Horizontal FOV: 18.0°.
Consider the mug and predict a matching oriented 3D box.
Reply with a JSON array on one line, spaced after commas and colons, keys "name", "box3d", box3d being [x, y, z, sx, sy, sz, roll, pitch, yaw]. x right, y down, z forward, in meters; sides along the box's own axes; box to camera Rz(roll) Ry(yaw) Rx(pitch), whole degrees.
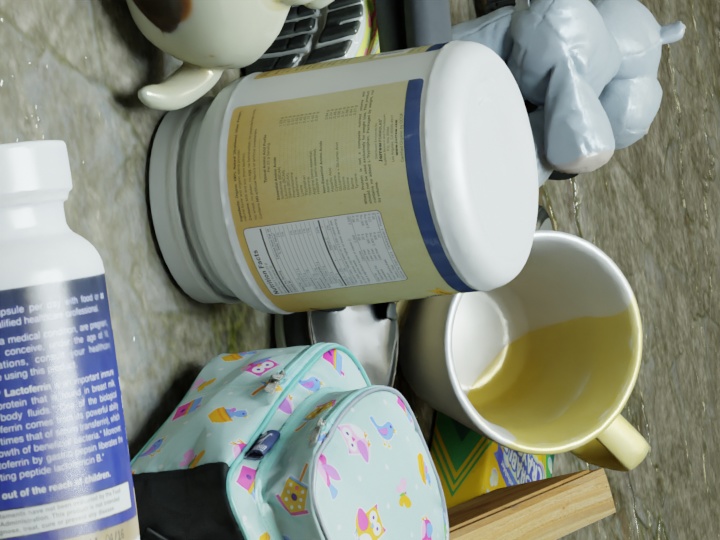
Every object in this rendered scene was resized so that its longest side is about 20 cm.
[{"name": "mug", "box3d": [0.102, 0.066, 1.595, 0.149, 0.153, 0.188, -16, 96, -21]}]

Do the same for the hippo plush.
[{"name": "hippo plush", "box3d": [0.154, -0.163, 1.763, 0.160, 0.159, 0.201, -16, 107, -54]}]

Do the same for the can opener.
[{"name": "can opener", "box3d": [0.018, -0.208, 1.475, 0.067, 0.053, 0.201, 21, 50, -34]}]

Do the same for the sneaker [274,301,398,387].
[{"name": "sneaker", "box3d": [0.000, 0.000, 1.435, 0.074, 0.106, 0.201, 7, 66, -29]}]

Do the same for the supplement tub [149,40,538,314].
[{"name": "supplement tub", "box3d": [-0.009, -0.051, 1.330, 0.144, 0.199, 0.145, -7, 90, -66]}]

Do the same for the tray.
[{"name": "tray", "box3d": [0.075, 0.178, 1.521, 0.200, 0.098, 0.037, -16, 89, -50]}]

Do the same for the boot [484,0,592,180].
[{"name": "boot", "box3d": [0.170, -0.200, 1.928, 0.158, 0.079, 0.212, -60, 148, -44]}]

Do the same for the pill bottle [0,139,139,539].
[{"name": "pill bottle", "box3d": [-0.169, 0.045, 1.044, 0.116, 0.115, 0.201, -13, 96, -66]}]

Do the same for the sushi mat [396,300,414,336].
[{"name": "sushi mat", "box3d": [0.036, -0.009, 1.546, 0.096, 0.012, 0.201, 57, 54, -71]}]

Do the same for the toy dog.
[{"name": "toy dog", "box3d": [-0.109, -0.204, 1.262, 0.194, 0.139, 0.200, -55, 151, -2]}]

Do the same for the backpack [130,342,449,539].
[{"name": "backpack", "box3d": [-0.037, 0.136, 1.289, 0.200, 0.152, 0.177, -67, 138, -59]}]

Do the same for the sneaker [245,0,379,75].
[{"name": "sneaker", "box3d": [-0.016, -0.150, 1.497, 0.201, 0.078, 0.091, -75, 151, -41]}]

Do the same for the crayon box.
[{"name": "crayon box", "box3d": [0.094, 0.177, 1.694, 0.126, 0.051, 0.201, 59, 34, -44]}]

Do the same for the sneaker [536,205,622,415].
[{"name": "sneaker", "box3d": [0.168, 0.041, 1.868, 0.074, 0.079, 0.201, -38, 118, -61]}]
